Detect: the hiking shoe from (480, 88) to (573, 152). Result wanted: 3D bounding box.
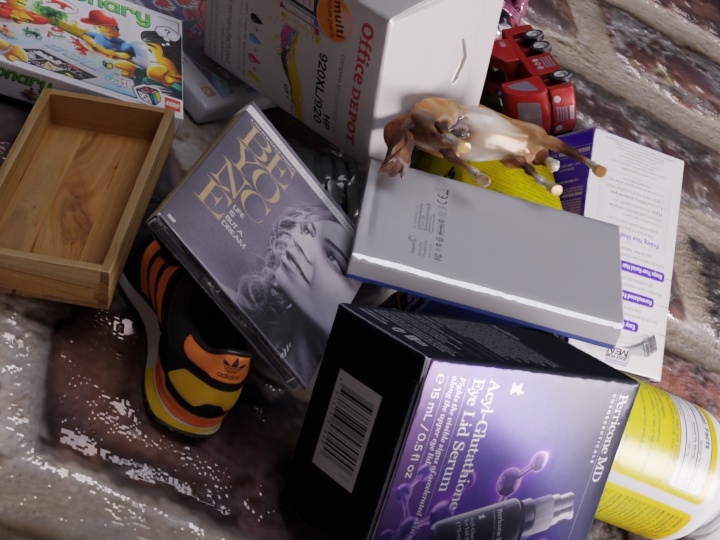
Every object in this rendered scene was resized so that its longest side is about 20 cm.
[{"bbox_3d":[0.157,-0.115,1.428,0.076,0.101,0.200,21,39,-46],"label":"hiking shoe"}]

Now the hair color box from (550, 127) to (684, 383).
[{"bbox_3d":[0.211,-0.010,1.310,0.109,0.065,0.200,16,75,-31],"label":"hair color box"}]

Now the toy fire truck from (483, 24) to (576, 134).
[{"bbox_3d":[0.109,-0.180,1.416,0.141,0.049,0.200,-13,34,-4],"label":"toy fire truck"}]

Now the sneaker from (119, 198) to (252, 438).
[{"bbox_3d":[-0.112,0.012,1.038,0.070,0.090,0.200,13,42,-34],"label":"sneaker"}]

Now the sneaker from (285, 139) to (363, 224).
[{"bbox_3d":[-0.050,-0.042,1.156,0.099,0.071,0.200,13,32,2],"label":"sneaker"}]

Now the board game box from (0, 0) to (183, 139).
[{"bbox_3d":[-0.234,-0.175,1.171,0.200,0.035,0.126,16,41,-23],"label":"board game box"}]

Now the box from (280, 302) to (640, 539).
[{"bbox_3d":[0.068,0.114,1.019,0.200,0.148,0.104,8,14,-37],"label":"box"}]

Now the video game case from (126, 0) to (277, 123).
[{"bbox_3d":[-0.129,-0.214,1.344,0.182,0.023,0.200,50,35,14],"label":"video game case"}]

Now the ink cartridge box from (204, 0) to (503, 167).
[{"bbox_3d":[-0.007,-0.211,1.236,0.200,0.147,0.145,37,49,27],"label":"ink cartridge box"}]

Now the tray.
[{"bbox_3d":[-0.198,-0.054,1.051,0.098,0.037,0.200,10,38,0],"label":"tray"}]

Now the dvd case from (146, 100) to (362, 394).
[{"bbox_3d":[-0.060,-0.022,1.044,0.149,0.016,0.200,50,27,-13],"label":"dvd case"}]

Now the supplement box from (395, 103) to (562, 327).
[{"bbox_3d":[0.096,-0.038,1.281,0.109,0.109,0.200,22,37,-25],"label":"supplement box"}]

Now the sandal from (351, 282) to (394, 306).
[{"bbox_3d":[0.007,-0.001,1.201,0.203,0.082,0.050,-63,143,-57],"label":"sandal"}]

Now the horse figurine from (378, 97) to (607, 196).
[{"bbox_3d":[0.095,-0.098,1.188,0.200,0.050,0.133,5,22,-28],"label":"horse figurine"}]

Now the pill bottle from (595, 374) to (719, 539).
[{"bbox_3d":[0.209,0.143,1.178,0.200,0.112,0.113,24,37,-24],"label":"pill bottle"}]

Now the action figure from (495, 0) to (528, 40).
[{"bbox_3d":[0.125,-0.306,1.661,0.149,0.134,0.200,70,0,-70],"label":"action figure"}]

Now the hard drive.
[{"bbox_3d":[0.095,-0.015,1.129,0.200,0.025,0.132,15,37,-3],"label":"hard drive"}]
